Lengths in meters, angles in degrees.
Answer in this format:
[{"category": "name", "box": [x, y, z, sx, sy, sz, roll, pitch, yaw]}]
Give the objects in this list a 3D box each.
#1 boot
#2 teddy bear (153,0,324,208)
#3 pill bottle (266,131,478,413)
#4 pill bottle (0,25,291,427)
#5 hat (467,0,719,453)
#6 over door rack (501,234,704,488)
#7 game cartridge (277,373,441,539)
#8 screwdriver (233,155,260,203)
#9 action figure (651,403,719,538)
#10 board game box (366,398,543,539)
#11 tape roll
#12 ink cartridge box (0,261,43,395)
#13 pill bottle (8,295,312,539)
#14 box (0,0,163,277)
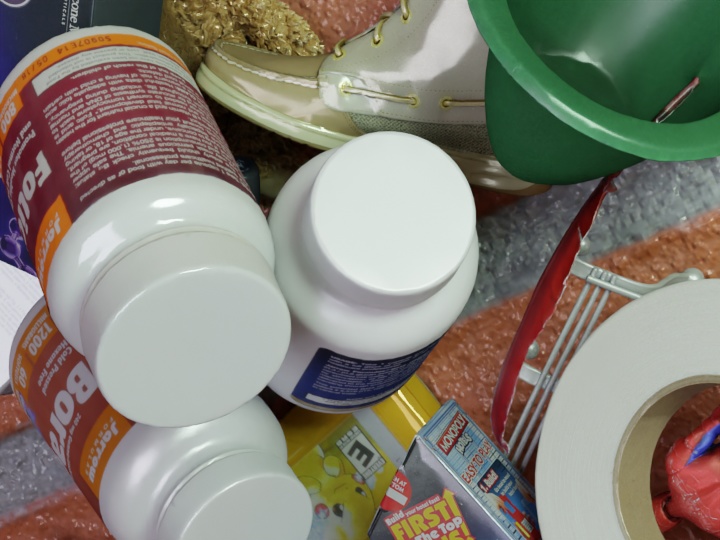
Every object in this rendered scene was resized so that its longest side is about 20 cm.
[{"category": "boot", "box": [0.023, -0.135, 1.127, 0.198, 0.072, 0.156, 14, 110, 0]}, {"category": "teddy bear", "box": [-0.089, -0.123, 1.216, 0.144, 0.067, 0.201, -25, 99, 34]}, {"category": "pill bottle", "box": [0.000, 0.000, 1.113, 0.111, 0.111, 0.200, 50, 162, 6]}, {"category": "pill bottle", "box": [-0.109, -0.023, 1.061, 0.115, 0.113, 0.201, -61, 35, 26]}, {"category": "hat", "box": [0.093, -0.064, 1.082, 0.165, 0.200, 0.177, 39, 137, 9]}, {"category": "over door rack", "box": [0.170, 0.083, 1.141, 0.199, 0.067, 0.149, 25, 115, 3]}, {"category": "game cartridge", "box": [0.013, 0.166, 1.256, 0.176, 0.032, 0.200, -43, 82, 29]}, {"category": "screwdriver", "box": [-0.073, 0.020, 1.235, 0.029, 0.028, 0.201, 37, 138, 37]}, {"category": "action figure", "box": [0.218, 0.079, 1.066, 0.199, 0.052, 0.066, -36, 93, 28]}, {"category": "board game box", "box": [0.048, 0.183, 1.136, 0.199, 0.062, 0.201, -28, 94, 25]}, {"category": "tape roll", "box": [0.177, 0.104, 1.038, 0.201, 0.037, 0.205, -2, 86, 37]}, {"category": "ink cartridge box", "box": [-0.206, -0.050, 1.310, 0.160, 0.047, 0.200, 45, 102, 9]}, {"category": "pill bottle", "box": [-0.111, 0.092, 1.206, 0.200, 0.111, 0.113, 45, 124, 45]}, {"category": "box", "box": [-0.190, -0.112, 1.193, 0.140, 0.079, 0.201, 22, 123, 18]}]
